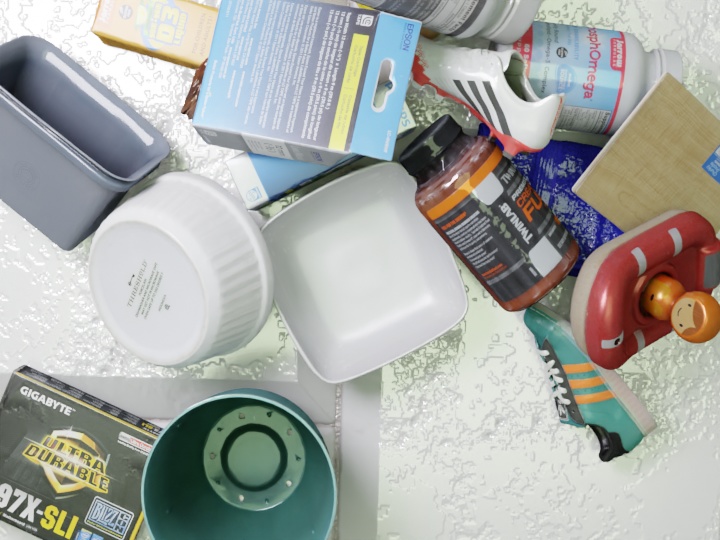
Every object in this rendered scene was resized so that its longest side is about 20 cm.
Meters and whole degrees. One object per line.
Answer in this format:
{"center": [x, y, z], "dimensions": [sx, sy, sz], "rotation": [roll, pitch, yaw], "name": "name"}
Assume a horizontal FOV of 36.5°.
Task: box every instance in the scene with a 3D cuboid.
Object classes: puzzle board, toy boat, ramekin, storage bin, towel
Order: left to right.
{"center": [-0.323, -0.131, 1.166], "dimensions": [0.199, 0.146, 0.135], "rotation": [39, 120, -3], "name": "storage bin"}
{"center": [-0.195, 0.008, 1.141], "dimensions": [0.199, 0.094, 0.206], "rotation": [11, 114, 25], "name": "ramekin"}
{"center": [0.210, -0.072, 1.203], "dimensions": [0.196, 0.050, 0.151], "rotation": [12, 95, -1], "name": "towel"}
{"center": [0.314, 0.032, 1.122], "dimensions": [0.198, 0.130, 0.132], "rotation": [-26, 126, -23], "name": "toy boat"}
{"center": [0.332, -0.098, 1.164], "dimensions": [0.199, 0.017, 0.151], "rotation": [31, 103, -33], "name": "puzzle board"}

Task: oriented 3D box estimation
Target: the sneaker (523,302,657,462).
{"center": [0.238, 0.126, 1.205], "dimensions": [0.080, 0.071, 0.200], "rotation": [-42, 94, -2], "name": "sneaker"}

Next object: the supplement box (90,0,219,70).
{"center": [-0.186, -0.255, 1.181], "dimensions": [0.196, 0.069, 0.068], "rotation": [16, 94, 0], "name": "supplement box"}

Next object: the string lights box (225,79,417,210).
{"center": [-0.041, -0.134, 1.171], "dimensions": [0.197, 0.103, 0.060], "rotation": [-26, 93, 2], "name": "string lights box"}

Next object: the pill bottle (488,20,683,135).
{"center": [0.235, -0.204, 1.164], "dimensions": [0.196, 0.109, 0.111], "rotation": [6, 94, -1], "name": "pill bottle"}

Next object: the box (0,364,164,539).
{"center": [-0.324, 0.222, 1.224], "dimensions": [0.197, 0.049, 0.162], "rotation": [25, 95, -2], "name": "box"}

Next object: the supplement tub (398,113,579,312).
{"center": [0.128, -0.062, 1.123], "dimensions": [0.107, 0.107, 0.200], "rotation": [-42, 100, 3], "name": "supplement tub"}

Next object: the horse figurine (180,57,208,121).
{"center": [-0.094, -0.193, 1.120], "dimensions": [0.196, 0.050, 0.135], "rotation": [5, 75, 13], "name": "horse figurine"}

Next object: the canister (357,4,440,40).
{"center": [0.082, -0.337, 1.163], "dimensions": [0.199, 0.087, 0.149], "rotation": [-37, 101, 4], "name": "canister"}

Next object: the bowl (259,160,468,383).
{"center": [0.000, 0.000, 1.195], "dimensions": [0.197, 0.075, 0.203], "rotation": [-26, 94, 1], "name": "bowl"}

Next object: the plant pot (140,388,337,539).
{"center": [-0.121, 0.217, 1.166], "dimensions": [0.196, 0.161, 0.205], "rotation": [0, 95, 0], "name": "plant pot"}

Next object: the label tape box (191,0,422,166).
{"center": [-0.049, -0.181, 1.054], "dimensions": [0.196, 0.066, 0.146], "rotation": [11, 79, 7], "name": "label tape box"}

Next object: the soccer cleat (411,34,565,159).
{"center": [0.118, -0.196, 1.093], "dimensions": [0.200, 0.068, 0.086], "rotation": [43, 122, 19], "name": "soccer cleat"}

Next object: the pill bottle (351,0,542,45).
{"center": [0.073, -0.293, 1.055], "dimensions": [0.197, 0.113, 0.115], "rotation": [13, 94, -27], "name": "pill bottle"}
